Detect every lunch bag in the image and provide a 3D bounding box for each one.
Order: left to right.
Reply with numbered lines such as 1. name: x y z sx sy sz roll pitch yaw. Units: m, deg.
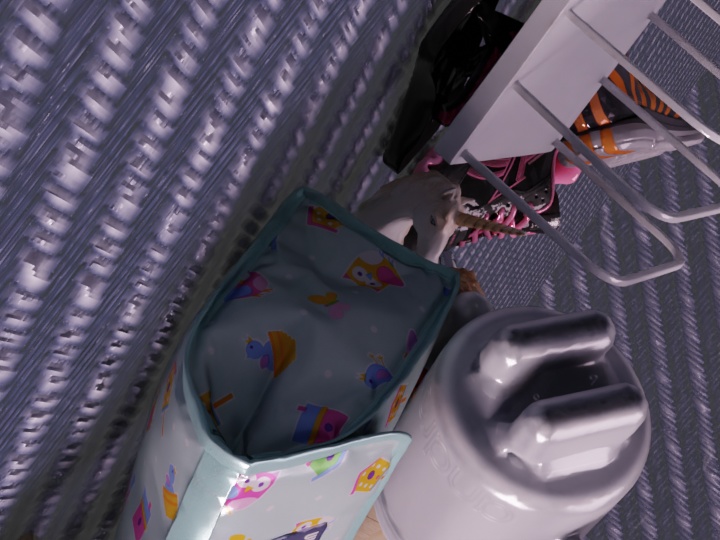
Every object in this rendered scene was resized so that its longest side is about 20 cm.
1. lunch bag: -0.048 0.086 0.888 0.171 0.122 0.200 -62 179 38

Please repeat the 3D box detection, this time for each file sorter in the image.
1. file sorter: 0.164 -0.104 0.959 0.200 0.125 0.139 -53 161 23

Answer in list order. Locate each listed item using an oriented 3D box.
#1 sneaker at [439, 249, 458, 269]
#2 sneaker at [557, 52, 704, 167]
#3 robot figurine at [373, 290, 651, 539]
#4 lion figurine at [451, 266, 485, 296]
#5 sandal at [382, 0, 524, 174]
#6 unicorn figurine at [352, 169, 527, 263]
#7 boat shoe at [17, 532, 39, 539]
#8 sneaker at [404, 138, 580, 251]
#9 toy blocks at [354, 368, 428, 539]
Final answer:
1. sneaker: -0.005 0.060 1.250 0.200 0.078 0.086 -53 168 3
2. sneaker: 0.173 -0.130 1.230 0.077 0.112 0.200 -15 177 21
3. robot figurine: 0.073 0.094 0.932 0.113 0.170 0.200 -6 152 -22
4. lion figurine: 0.005 0.081 1.166 0.200 0.072 0.123 -35 150 -41
5. sandal: 0.060 -0.108 1.000 0.075 0.045 0.200 -47 170 -27
6. unicorn figurine: 0.000 0.000 1.069 0.137 0.074 0.200 -49 -169 -3
7. boat shoe: -0.157 0.185 0.959 0.072 0.065 0.200 -53 173 -17
8. sneaker: 0.088 -0.051 1.231 0.200 0.095 0.079 -45 172 -39
9. toy blocks: 0.023 0.092 1.064 0.200 0.100 0.137 -33 140 23
